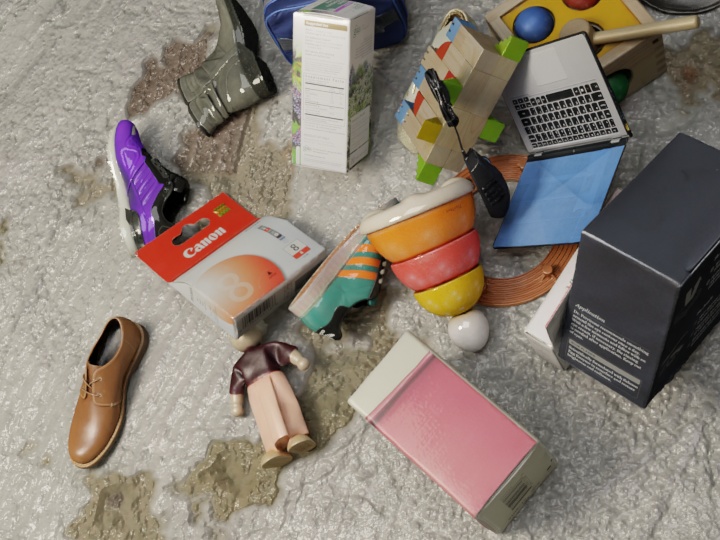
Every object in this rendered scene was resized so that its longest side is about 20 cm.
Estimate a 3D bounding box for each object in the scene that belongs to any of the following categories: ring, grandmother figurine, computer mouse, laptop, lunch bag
[{"bbox_3d":[0.175,-0.053,1.434,0.199,0.019,0.201,-7,67,16],"label":"ring"},{"bbox_3d":[-0.116,0.134,1.438,0.121,0.061,0.201,-29,65,6],"label":"grandmother figurine"},{"bbox_3d":[0.127,-0.146,1.341,0.034,0.200,0.059,-26,27,8],"label":"computer mouse"},{"bbox_3d":[0.202,-0.142,1.336,0.116,0.187,0.201,-32,104,-25],"label":"laptop"},{"bbox_3d":[-0.026,-0.356,1.553,0.199,0.136,0.133,-11,65,15],"label":"lunch bag"}]

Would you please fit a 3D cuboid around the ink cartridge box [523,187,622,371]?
[{"bbox_3d":[0.252,-0.002,1.299,0.045,0.176,0.200,30,81,25],"label":"ink cartridge box"}]

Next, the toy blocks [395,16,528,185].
[{"bbox_3d":[0.111,-0.220,1.414,0.201,0.100,0.137,-63,29,25],"label":"toy blocks"}]

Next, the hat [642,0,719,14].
[{"bbox_3d":[0.400,-0.424,1.466,0.200,0.081,0.202,-6,67,15],"label":"hat"}]

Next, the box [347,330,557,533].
[{"bbox_3d":[0.104,0.181,1.305,0.200,0.128,0.109,39,86,28],"label":"box"}]

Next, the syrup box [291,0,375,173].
[{"bbox_3d":[-0.035,-0.233,1.476,0.081,0.079,0.201,11,118,20],"label":"syrup box"}]

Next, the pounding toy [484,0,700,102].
[{"bbox_3d":[0.281,-0.279,1.416,0.184,0.142,0.200,-34,63,4],"label":"pounding toy"}]

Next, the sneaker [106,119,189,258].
[{"bbox_3d":[-0.282,-0.118,1.593,0.099,0.070,0.201,-15,70,6],"label":"sneaker"}]

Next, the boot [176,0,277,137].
[{"bbox_3d":[-0.204,-0.293,1.633,0.130,0.068,0.201,-27,62,14],"label":"boot"}]

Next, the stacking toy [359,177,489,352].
[{"bbox_3d":[0.096,0.004,1.378,0.146,0.146,0.201,-21,93,10],"label":"stacking toy"}]

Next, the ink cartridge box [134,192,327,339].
[{"bbox_3d":[-0.165,-0.024,1.488,0.200,0.050,0.162,38,58,24],"label":"ink cartridge box"}]

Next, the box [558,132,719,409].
[{"bbox_3d":[0.317,-0.001,1.229,0.117,0.201,0.197,32,55,26],"label":"box"}]

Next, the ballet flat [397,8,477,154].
[{"bbox_3d":[0.092,-0.249,1.513,0.067,0.062,0.201,17,76,24],"label":"ballet flat"}]

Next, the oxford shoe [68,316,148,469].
[{"bbox_3d":[-0.337,0.152,1.500,0.071,0.071,0.201,9,75,20],"label":"oxford shoe"}]

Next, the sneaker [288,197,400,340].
[{"bbox_3d":[0.000,0.000,1.452,0.080,0.071,0.200,43,72,-7],"label":"sneaker"}]
